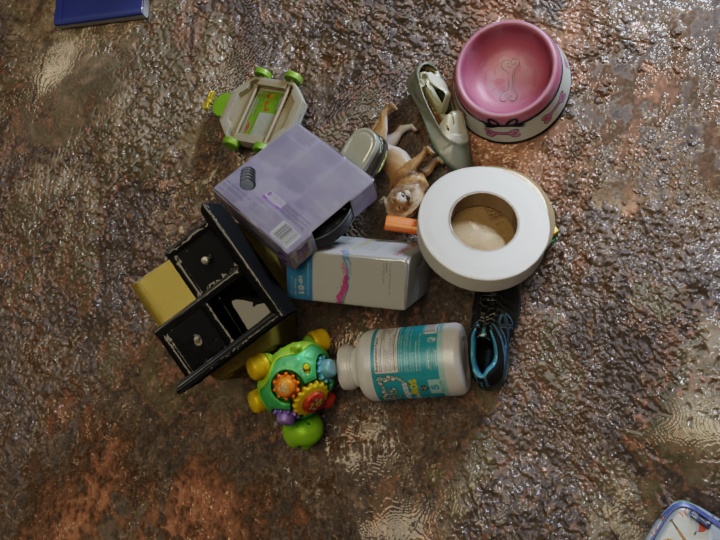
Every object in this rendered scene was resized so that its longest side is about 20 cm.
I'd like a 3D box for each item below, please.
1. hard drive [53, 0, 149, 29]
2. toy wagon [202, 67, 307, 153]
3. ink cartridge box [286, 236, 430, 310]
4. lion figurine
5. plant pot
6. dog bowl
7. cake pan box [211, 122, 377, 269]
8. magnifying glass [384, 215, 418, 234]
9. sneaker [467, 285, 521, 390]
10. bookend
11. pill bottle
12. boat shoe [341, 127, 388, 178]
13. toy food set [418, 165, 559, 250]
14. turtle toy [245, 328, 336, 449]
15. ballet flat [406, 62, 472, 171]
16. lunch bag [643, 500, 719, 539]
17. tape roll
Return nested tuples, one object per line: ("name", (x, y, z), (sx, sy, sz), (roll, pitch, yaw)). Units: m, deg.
("hard drive", (-0.503, -0.547, 1.830), (0.198, 0.025, 0.134), (-2, 77, 17))
("toy wagon", (-0.189, -0.283, 1.651), (0.198, 0.040, 0.157), (14, 73, 30))
("ink cartridge box", (0.000, 0.000, 1.472), (0.198, 0.144, 0.086), (4, 102, 19))
("lion figurine", (0.058, -0.181, 1.553), (0.122, 0.072, 0.201), (-42, 55, 14))
("plant pot", (-0.211, 0.065, 1.519), (0.193, 0.195, 0.201), (-31, 81, 8))
("dog bowl", (0.239, -0.313, 1.514), (0.198, 0.074, 0.203), (-4, 77, 16))
("cake pan box", (-0.099, -0.119, 1.451), (0.184, 0.052, 0.199), (-43, 60, -16))
("magnifying glass", (0.137, -0.061, 1.486), (0.197, 0.022, 0.080), (10, 56, 3))
("sneaker", (0.203, 0.080, 1.432), (0.072, 0.082, 0.203), (-1, 76, 19))
("bookend", (-0.234, 0.038, 1.383), (0.198, 0.092, 0.201), (-35, 88, 9))
("pill bottle", (0.066, 0.143, 1.446), (0.198, 0.111, 0.112), (-6, 76, 17))
("boat shoe", (-0.025, -0.137, 1.525), (0.072, 0.060, 0.202), (44, 106, 27))
("toy food set", (0.205, -0.076, 1.454), (0.199, 0.049, 0.198), (-31, 65, -17))
("turtle toy", (-0.096, 0.193, 1.462), (0.145, 0.202, 0.101), (-21, 45, -27))
("ballet flat", (0.135, -0.255, 1.532), (0.201, 0.067, 0.064), (64, 144, 21))
("lunch bag", (0.453, 0.425, 1.280), (0.160, 0.076, 0.201), (35, 91, 19))
("tape roll", (0.183, -0.065, 1.398), (0.200, 0.037, 0.205), (0, 60, 0))
